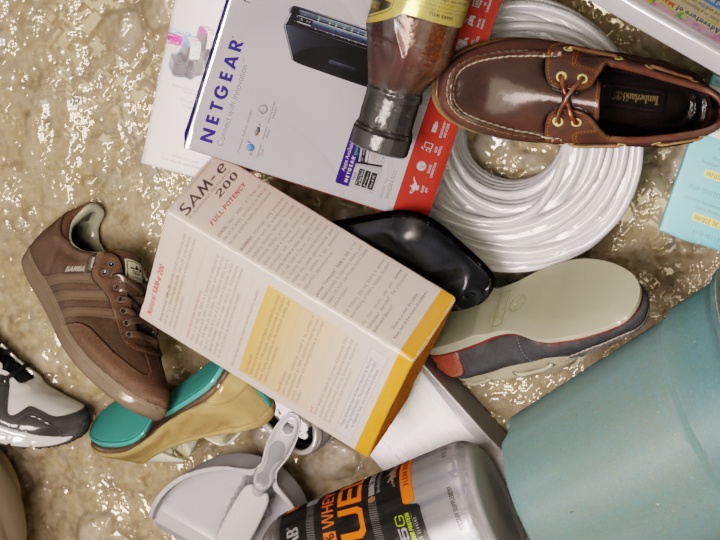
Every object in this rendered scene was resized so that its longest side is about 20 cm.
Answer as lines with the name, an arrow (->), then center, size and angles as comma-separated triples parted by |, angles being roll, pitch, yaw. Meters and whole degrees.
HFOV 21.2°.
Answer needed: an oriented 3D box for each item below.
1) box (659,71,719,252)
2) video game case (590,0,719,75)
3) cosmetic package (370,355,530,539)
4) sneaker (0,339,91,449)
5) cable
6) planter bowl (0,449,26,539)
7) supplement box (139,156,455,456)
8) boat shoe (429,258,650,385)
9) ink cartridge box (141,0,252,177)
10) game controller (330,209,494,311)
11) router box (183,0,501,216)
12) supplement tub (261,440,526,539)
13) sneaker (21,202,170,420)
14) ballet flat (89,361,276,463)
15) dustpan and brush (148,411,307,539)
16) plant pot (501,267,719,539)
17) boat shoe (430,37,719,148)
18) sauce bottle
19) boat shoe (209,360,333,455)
box -> 0.282, -0.112, 1.361 | 0.082, 0.049, 0.201 | 19, 104, 8
video game case -> 0.204, -0.245, 1.310 | 0.199, 0.024, 0.183 | 31, 62, 5
cosmetic package -> 0.072, 0.145, 1.454 | 0.082, 0.051, 0.200 | -41, 90, 13
sneaker -> -0.302, 0.078, 1.515 | 0.199, 0.074, 0.081 | 21, 102, 8
cable -> 0.107, -0.099, 1.393 | 0.199, 0.069, 0.201 | -31, 92, 14
planter bowl -> -0.344, 0.197, 1.507 | 0.198, 0.135, 0.202 | 4, 110, 12
supplement box -> -0.047, 0.025, 1.351 | 0.199, 0.074, 0.126 | 31, 140, 6
boat shoe -> 0.130, 0.044, 1.383 | 0.199, 0.071, 0.063 | -14, 131, 42
ink cartridge box -> -0.093, -0.173, 1.400 | 0.067, 0.115, 0.202 | 16, 102, 8
game controller -> 0.000, 0.000, 1.393 | 0.199, 0.042, 0.104 | -10, 132, 43
router box -> -0.009, -0.154, 1.321 | 0.178, 0.049, 0.201 | 16, 102, -9
supplement tub -> 0.014, 0.212, 1.387 | 0.199, 0.123, 0.123 | -24, 94, 13
sneaker -> -0.189, 0.025, 1.443 | 0.076, 0.070, 0.200 | -49, 54, 11
ballet flat -> -0.136, 0.118, 1.461 | 0.063, 0.069, 0.199 | 42, 144, -20
dustpan and brush -> -0.079, 0.170, 1.460 | 0.139, 0.057, 0.201 | 30, 121, 4
plant pot -> 0.218, 0.130, 1.355 | 0.195, 0.200, 0.201 | -30, 93, 23
boat shoe -> 0.150, -0.119, 1.296 | 0.198, 0.070, 0.071 | 0, 101, -14
sauce bottle -> 0.039, -0.174, 1.260 | 0.066, 0.066, 0.201 | 18, 101, 9
boat shoe -> -0.088, 0.055, 1.466 | 0.072, 0.066, 0.201 | -31, 93, 16
